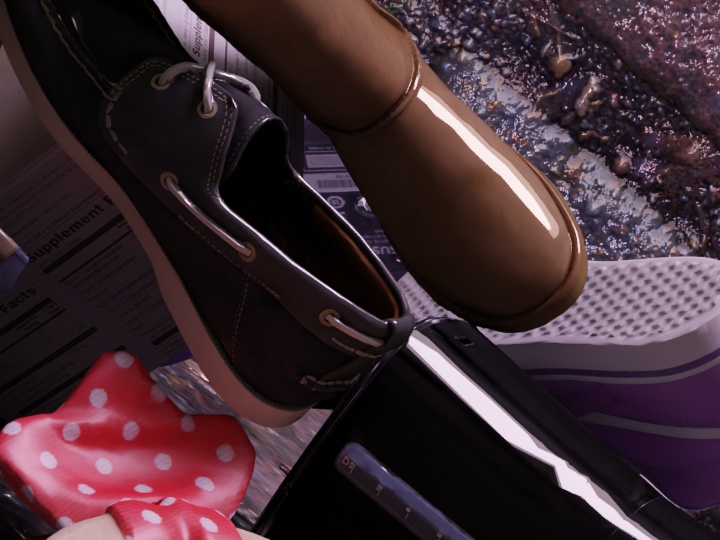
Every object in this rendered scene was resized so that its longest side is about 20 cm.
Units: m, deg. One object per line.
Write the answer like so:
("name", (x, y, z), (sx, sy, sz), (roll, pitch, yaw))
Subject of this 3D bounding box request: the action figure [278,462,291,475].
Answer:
("action figure", (0.008, 0.122, 1.031), (0.099, 0.065, 0.200), (62, 1, -5))

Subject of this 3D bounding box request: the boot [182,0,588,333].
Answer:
("boot", (-0.008, -0.070, 0.690), (0.175, 0.066, 0.200), (49, 4, 30))

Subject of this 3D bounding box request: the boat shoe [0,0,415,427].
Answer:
("boat shoe", (-0.055, -0.046, 0.651), (0.200, 0.068, 0.072), (57, 36, 2))

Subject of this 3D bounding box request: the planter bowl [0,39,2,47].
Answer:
("planter bowl", (-0.228, -0.076, 0.682), (0.200, 0.200, 0.083), (39, -41, 21))

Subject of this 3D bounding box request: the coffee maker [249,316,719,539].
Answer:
("coffee maker", (0.082, 0.107, 0.698), (0.200, 0.192, 0.135), (40, -16, 15))

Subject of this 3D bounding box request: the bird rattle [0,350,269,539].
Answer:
("bird rattle", (-0.037, 0.103, 0.570), (0.200, 0.113, 0.163), (36, 18, 11))

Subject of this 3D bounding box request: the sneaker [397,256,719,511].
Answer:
("sneaker", (0.092, 0.052, 0.802), (0.200, 0.073, 0.114), (9, -40, 50))

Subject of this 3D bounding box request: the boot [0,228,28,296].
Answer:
("boot", (-0.147, 0.006, 0.598), (0.075, 0.097, 0.200), (48, 0, -19))

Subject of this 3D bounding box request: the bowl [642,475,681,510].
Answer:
("bowl", (0.080, 0.133, 0.845), (0.201, 0.105, 0.201), (33, 11, -7))

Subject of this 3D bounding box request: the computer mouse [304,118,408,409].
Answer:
("computer mouse", (0.000, 0.000, 0.927), (0.138, 0.053, 0.200), (0, 44, -6))

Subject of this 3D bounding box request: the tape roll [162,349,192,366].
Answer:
("tape roll", (-0.113, -0.053, 1.041), (0.085, 0.200, 0.200), (37, 3, -41))

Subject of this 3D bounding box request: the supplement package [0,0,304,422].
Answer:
("supplement package", (-0.115, -0.061, 0.799), (0.111, 0.156, 0.200), (38, 34, -32))
